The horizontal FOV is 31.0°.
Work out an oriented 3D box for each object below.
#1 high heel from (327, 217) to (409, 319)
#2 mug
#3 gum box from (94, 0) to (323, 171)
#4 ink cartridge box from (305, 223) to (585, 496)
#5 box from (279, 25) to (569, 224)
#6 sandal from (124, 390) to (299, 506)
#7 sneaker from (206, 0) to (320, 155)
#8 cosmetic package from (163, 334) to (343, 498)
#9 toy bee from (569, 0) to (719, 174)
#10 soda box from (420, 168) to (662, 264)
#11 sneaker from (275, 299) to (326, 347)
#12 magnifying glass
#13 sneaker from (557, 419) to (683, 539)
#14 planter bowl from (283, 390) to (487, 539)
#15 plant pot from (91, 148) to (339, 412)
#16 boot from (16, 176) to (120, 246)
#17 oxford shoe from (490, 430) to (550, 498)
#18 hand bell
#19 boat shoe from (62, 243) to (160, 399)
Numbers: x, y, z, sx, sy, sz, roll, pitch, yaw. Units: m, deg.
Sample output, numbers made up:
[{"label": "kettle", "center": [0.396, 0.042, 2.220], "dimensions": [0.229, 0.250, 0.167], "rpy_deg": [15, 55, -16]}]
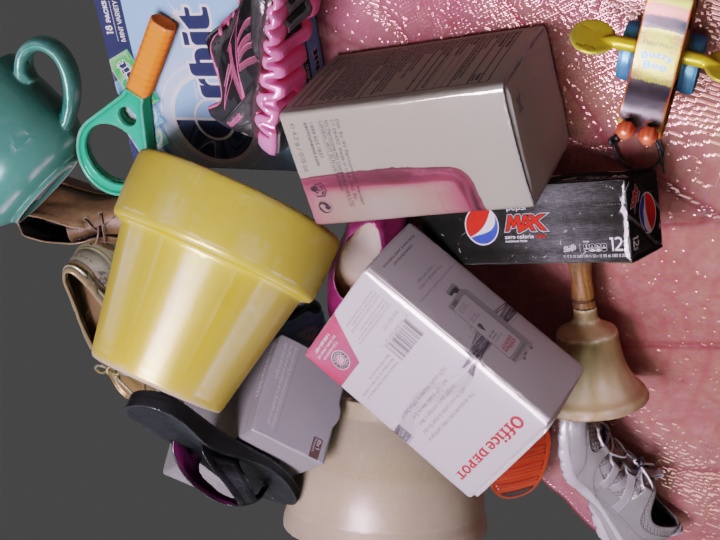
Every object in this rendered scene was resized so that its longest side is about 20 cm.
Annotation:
[{"label": "high heel", "center": [0.000, 0.000, 1.203], "dimensions": [0.067, 0.096, 0.200], "rpy_deg": [32, 129, 2]}, {"label": "mug", "center": [-0.336, -0.121, 1.238], "dimensions": [0.114, 0.152, 0.185], "rpy_deg": [44, 147, -7]}, {"label": "gum box", "center": [-0.130, -0.177, 1.180], "dimensions": [0.200, 0.045, 0.170], "rpy_deg": [3, 121, 23]}, {"label": "ink cartridge box", "center": [0.070, 0.081, 1.131], "dimensions": [0.200, 0.083, 0.147], "rpy_deg": [40, 137, 4]}, {"label": "box", "center": [0.056, -0.119, 1.078], "dimensions": [0.200, 0.128, 0.109], "rpy_deg": [-3, 120, 27]}, {"label": "sandal", "center": [-0.138, 0.175, 1.175], "dimensions": [0.075, 0.048, 0.200], "rpy_deg": [-12, 139, 44]}, {"label": "sneaker", "center": [-0.090, -0.196, 1.083], "dimensions": [0.095, 0.079, 0.200], "rpy_deg": [24, 125, 21]}, {"label": "cosmetic package", "center": [-0.104, 0.148, 1.265], "dimensions": [0.090, 0.107, 0.200], "rpy_deg": [27, 146, -20]}, {"label": "toy bee", "center": [0.232, -0.145, 0.993], "dimensions": [0.131, 0.109, 0.200], "rpy_deg": [-4, 119, 25]}, {"label": "soda box", "center": [0.149, -0.044, 1.095], "dimensions": [0.200, 0.063, 0.071], "rpy_deg": [-1, 100, 37]}, {"label": "sneaker", "center": [-0.124, 0.045, 1.317], "dimensions": [0.200, 0.078, 0.090], "rpy_deg": [7, 114, 10]}, {"label": "magnifying glass", "center": [-0.210, -0.149, 1.195], "dimensions": [0.080, 0.022, 0.200], "rpy_deg": [33, 128, 4]}, {"label": "sneaker", "center": [0.246, 0.187, 1.236], "dimensions": [0.082, 0.075, 0.200], "rpy_deg": [-16, 125, 25]}, {"label": "planter bowl", "center": [0.025, 0.184, 1.270], "dimensions": [0.200, 0.200, 0.135], "rpy_deg": [3, 95, 23]}, {"label": "plant pot", "center": [-0.146, 0.016, 1.172], "dimensions": [0.201, 0.201, 0.189], "rpy_deg": [24, 85, 9]}, {"label": "boot", "center": [-0.253, -0.043, 1.308], "dimensions": [0.200, 0.075, 0.074], "rpy_deg": [9, 123, 18]}, {"label": "oxford shoe", "center": [0.137, 0.130, 1.247], "dimensions": [0.071, 0.073, 0.200], "rpy_deg": [-12, 120, -4]}, {"label": "hand bell", "center": [0.198, 0.021, 1.149], "dimensions": [0.104, 0.104, 0.200], "rpy_deg": [1, 108, 25]}, {"label": "boat shoe", "center": [-0.271, 0.065, 1.394], "dimensions": [0.073, 0.063, 0.200], "rpy_deg": [-4, 120, 26]}]
